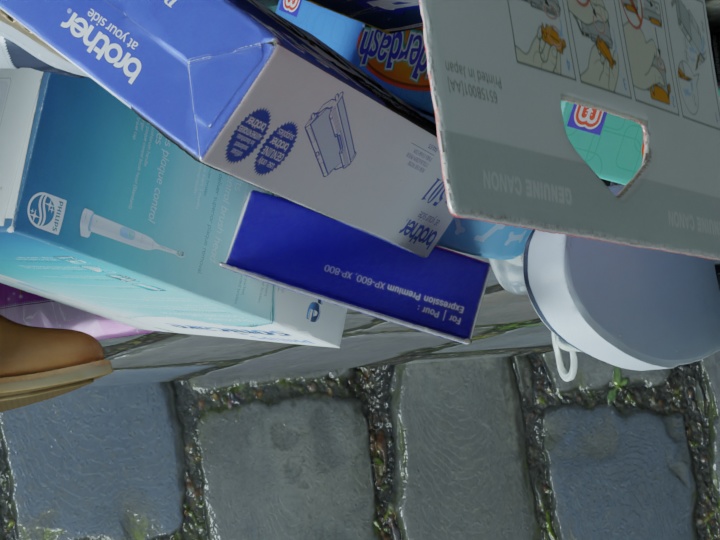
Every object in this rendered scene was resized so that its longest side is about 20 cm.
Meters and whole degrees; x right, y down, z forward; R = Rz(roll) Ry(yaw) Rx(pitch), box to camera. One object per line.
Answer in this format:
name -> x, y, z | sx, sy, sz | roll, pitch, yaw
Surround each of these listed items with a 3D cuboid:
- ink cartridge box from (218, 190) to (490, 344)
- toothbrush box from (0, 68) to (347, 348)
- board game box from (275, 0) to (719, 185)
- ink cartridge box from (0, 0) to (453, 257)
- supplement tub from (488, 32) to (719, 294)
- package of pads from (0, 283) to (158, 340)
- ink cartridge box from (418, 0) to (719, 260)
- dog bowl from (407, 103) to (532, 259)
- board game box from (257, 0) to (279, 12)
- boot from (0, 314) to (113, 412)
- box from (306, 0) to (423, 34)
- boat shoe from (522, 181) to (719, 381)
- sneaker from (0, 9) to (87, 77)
ink cartridge box -> 0.000, 0.000, 0.870 | 0.094, 0.037, 0.200 | 17, -178, 1
toothbrush box -> -0.115, -0.031, 1.000 | 0.146, 0.086, 0.199 | 3, 166, 45
board game box -> 0.077, -0.070, 0.866 | 0.151, 0.045, 0.200 | 13, -171, -34
ink cartridge box -> -0.033, -0.059, 0.729 | 0.094, 0.044, 0.200 | 37, -173, 22
supplement tub -> 0.162, -0.059, 1.173 | 0.198, 0.124, 0.123 | -8, 173, 11
package of pads -> -0.144, -0.025, 1.160 | 0.198, 0.122, 0.076 | -6, -174, -5
ink cartridge box -> 0.038, -0.090, 0.575 | 0.043, 0.175, 0.200 | -10, 172, 28
dog bowl -> 0.037, -0.046, 0.947 | 0.111, 0.050, 0.200 | 20, -171, 10
board game box -> -0.038, -0.101, 1.027 | 0.198, 0.028, 0.135 | -5, 173, -10
boot -> -0.218, -0.009, 1.073 | 0.198, 0.156, 0.074 | 0, 168, -20
box -> -0.004, -0.126, 0.701 | 0.069, 0.065, 0.200 | -9, 172, 23
boat shoe -> 0.105, 0.003, 0.909 | 0.086, 0.075, 0.201 | -11, 178, 36
sneaker -> -0.153, -0.095, 0.782 | 0.199, 0.071, 0.108 | 6, 164, -34
